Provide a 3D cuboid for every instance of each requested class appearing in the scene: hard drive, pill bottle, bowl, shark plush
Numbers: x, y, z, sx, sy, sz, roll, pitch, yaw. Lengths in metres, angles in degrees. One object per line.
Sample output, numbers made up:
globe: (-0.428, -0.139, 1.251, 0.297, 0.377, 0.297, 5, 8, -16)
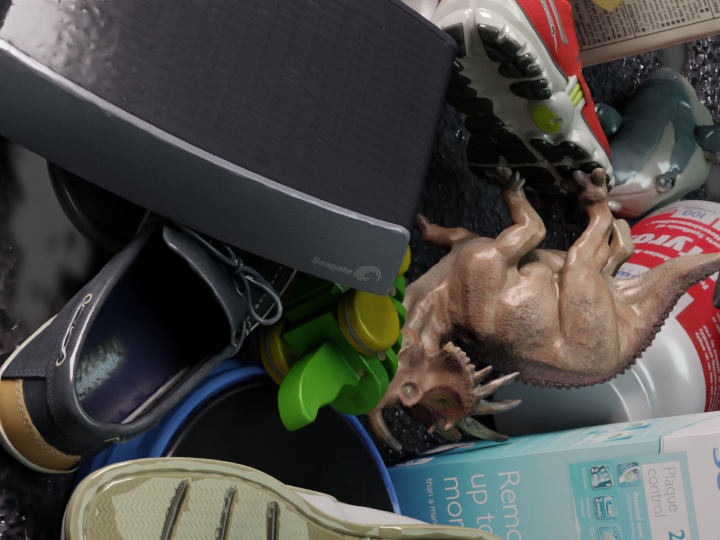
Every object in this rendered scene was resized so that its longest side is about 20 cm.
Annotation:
hard drive: (-0.056, -0.085, 0.719, 0.199, 0.042, 0.136, 24, 61, -15)
pill bottle: (0.158, 0.043, 0.993, 0.200, 0.112, 0.113, -34, 109, -49)
bowl: (-0.047, 0.139, 0.776, 0.200, 0.039, 0.203, 13, 73, -50)
shark plush: (0.152, -0.069, 1.077, 0.199, 0.091, 0.084, -25, 78, -35)

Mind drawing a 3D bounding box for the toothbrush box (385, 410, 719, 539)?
toothbrush box: (0.124, 0.150, 0.850, 0.085, 0.198, 0.148, -9, 91, -67)

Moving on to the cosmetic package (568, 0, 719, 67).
cosmetic package: (0.167, -0.183, 0.981, 0.087, 0.199, 0.104, -42, 116, -48)

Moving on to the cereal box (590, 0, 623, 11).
cereal box: (0.069, -0.237, 0.903, 0.143, 0.039, 0.201, 22, 40, -39)

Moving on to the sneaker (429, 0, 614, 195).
sneaker: (0.088, -0.099, 0.866, 0.200, 0.076, 0.086, 57, 44, -62)

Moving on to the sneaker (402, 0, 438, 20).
sneaker: (0.010, -0.168, 0.896, 0.070, 0.073, 0.202, 26, 54, -36)

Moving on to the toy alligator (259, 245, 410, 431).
toy alligator: (0.000, 0.000, 0.804, 0.054, 0.059, 0.201, 42, 40, -30)

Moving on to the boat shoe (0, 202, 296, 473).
boat shoe: (-0.070, 0.007, 0.732, 0.075, 0.062, 0.200, 54, 54, -15)

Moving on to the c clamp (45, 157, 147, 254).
c clamp: (-0.079, -0.087, 0.790, 0.199, 0.027, 0.173, 15, 71, -49)

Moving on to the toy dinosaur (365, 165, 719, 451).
toy dinosaur: (0.083, 0.027, 0.870, 0.086, 0.198, 0.137, 106, -14, -70)

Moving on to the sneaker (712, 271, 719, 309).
sneaker: (0.244, 0.048, 0.967, 0.201, 0.074, 0.085, 54, 53, -23)

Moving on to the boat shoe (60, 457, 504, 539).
boat shoe: (-0.033, 0.123, 0.710, 0.198, 0.068, 0.076, 18, 73, -26)
